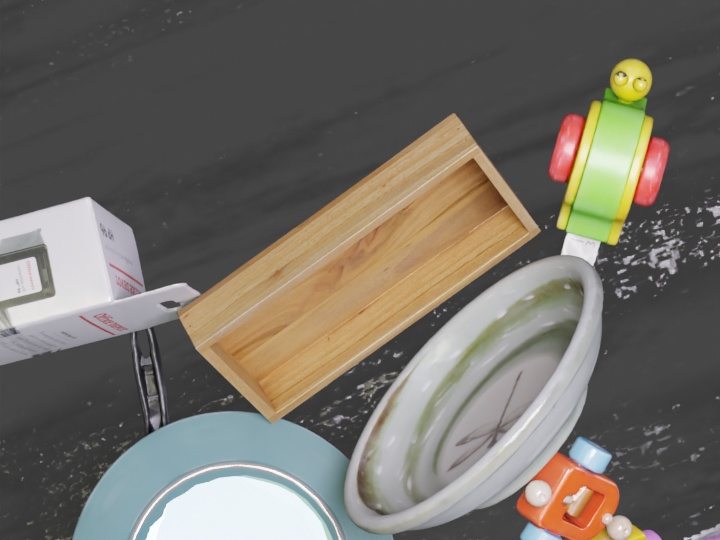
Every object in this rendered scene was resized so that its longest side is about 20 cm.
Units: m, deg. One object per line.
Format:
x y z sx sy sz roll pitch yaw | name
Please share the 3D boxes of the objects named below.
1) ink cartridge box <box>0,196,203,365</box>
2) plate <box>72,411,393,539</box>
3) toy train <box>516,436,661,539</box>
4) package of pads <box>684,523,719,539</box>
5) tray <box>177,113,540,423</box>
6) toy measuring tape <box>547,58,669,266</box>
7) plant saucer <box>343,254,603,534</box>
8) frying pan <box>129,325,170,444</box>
-0.196 0.010 1.520 0.200 0.116 0.068 -14 81 5 | ink cartridge box
-0.074 0.183 1.533 0.200 0.026 0.200 1 81 -9 | plate
0.099 0.187 1.505 0.056 0.150 0.200 34 100 40 | toy train
0.290 0.207 1.509 0.120 0.076 0.200 -38 89 8 | package of pads
0.000 0.000 1.516 0.200 0.099 0.037 -36 50 4 | tray
0.136 -0.028 1.517 0.074 0.074 0.200 16 93 4 | toy measuring tape
0.076 0.081 1.471 0.050 0.200 0.200 42 95 -18 | plant saucer
-0.104 0.131 1.565 0.115 0.031 0.190 12 95 2 | frying pan
